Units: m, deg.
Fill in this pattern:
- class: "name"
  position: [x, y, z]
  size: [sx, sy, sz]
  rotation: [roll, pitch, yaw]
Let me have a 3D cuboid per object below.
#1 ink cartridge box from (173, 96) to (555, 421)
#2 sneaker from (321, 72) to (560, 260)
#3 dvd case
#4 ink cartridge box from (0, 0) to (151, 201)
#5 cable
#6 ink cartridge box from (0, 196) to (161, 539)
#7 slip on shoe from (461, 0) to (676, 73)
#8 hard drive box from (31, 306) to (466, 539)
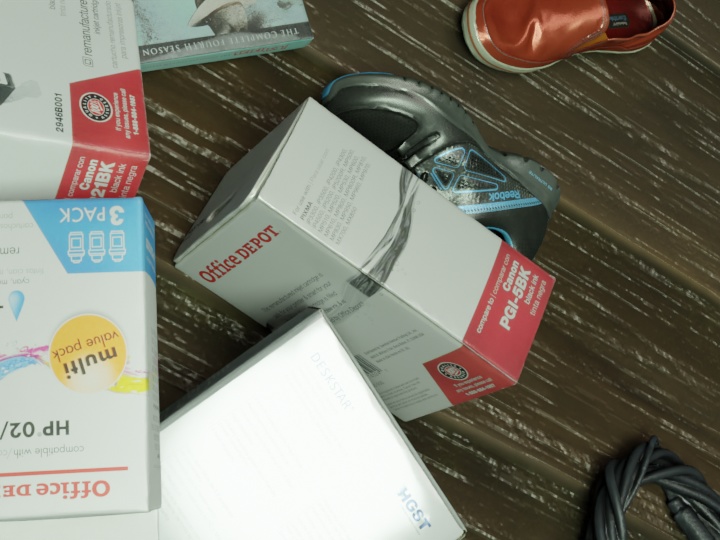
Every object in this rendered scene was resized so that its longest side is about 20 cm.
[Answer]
- class: "ink cartridge box"
  position: [0.000, 0.000, 0.805]
  size: [0.199, 0.146, 0.084]
  rotation: [35, 62, -16]
- class: "sneaker"
  position: [0.055, -0.068, 0.895]
  size: [0.198, 0.073, 0.083]
  rotation: [28, 67, -17]
- class: "dvd case"
  position: [-0.124, -0.243, 0.877]
  size: [0.144, 0.022, 0.203]
  rotation: [-13, 84, -30]
- class: "ink cartridge box"
  position: [-0.230, -0.102, 0.720]
  size: [0.197, 0.084, 0.146]
  rotation: [8, 46, -25]
- class: "cable"
  position: [0.228, 0.222, 0.921]
  size: [0.161, 0.051, 0.204]
  rotation: [11, 71, -25]
- class: "ink cartridge box"
  position: [-0.163, 0.069, 0.658]
  size: [0.113, 0.068, 0.204]
  rotation: [-3, 81, -5]
- class: "slip on shoe"
  position: [0.166, -0.200, 0.995]
  size: [0.197, 0.061, 0.075]
  rotation: [-9, 82, -28]
- class: "hard drive box"
  position: [-0.064, 0.142, 0.735]
  size: [0.199, 0.077, 0.157]
  rotation: [-34, 94, -7]
